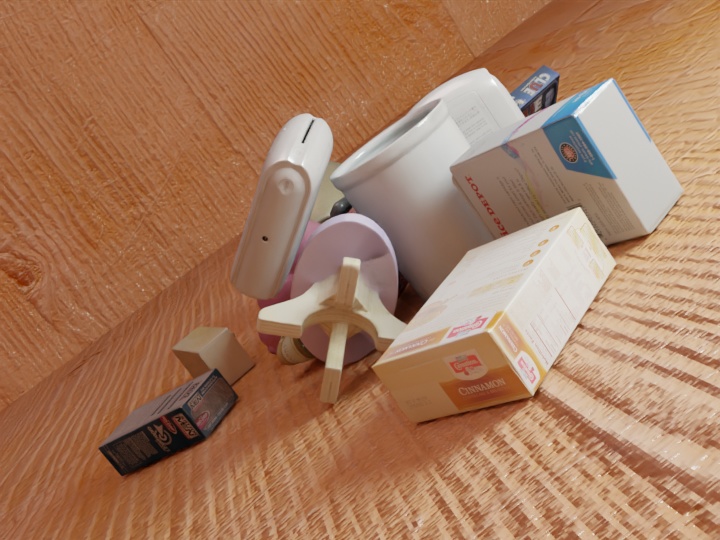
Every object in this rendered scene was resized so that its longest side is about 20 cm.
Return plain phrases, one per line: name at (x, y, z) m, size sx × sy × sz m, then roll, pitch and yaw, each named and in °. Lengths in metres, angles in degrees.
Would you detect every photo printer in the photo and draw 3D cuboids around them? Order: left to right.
photo printer at (-0.092, -0.087, 1.167) m, size 0.167 × 0.069 × 0.201 m, roll -76°, pitch 6°, yaw -61°
photo printer at (0.154, -0.160, 1.293) m, size 0.166 × 0.200 × 0.069 m, roll -35°, pitch 12°, yaw 11°

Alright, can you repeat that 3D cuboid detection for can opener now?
can opener at (0.004, -0.095, 1.481) m, size 0.067 × 0.053 × 0.200 m, roll -64°, pitch -9°, yaw 19°

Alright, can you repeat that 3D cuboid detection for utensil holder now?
utensil holder at (0.087, -0.083, 1.185) m, size 0.170 × 0.200 × 0.170 m, roll -35°, pitch 11°, yaw 8°

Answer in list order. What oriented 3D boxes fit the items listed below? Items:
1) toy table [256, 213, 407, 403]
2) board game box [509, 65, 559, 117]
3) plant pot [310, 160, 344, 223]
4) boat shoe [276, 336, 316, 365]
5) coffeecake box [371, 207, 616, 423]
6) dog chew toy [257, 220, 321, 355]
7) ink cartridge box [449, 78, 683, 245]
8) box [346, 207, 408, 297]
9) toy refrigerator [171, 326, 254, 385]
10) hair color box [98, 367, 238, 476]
toy table at (-0.020, 0.049, 1.095) m, size 0.183 × 0.201 × 0.117 m, roll -1°, pitch 29°, yaw 4°
board game box at (0.230, -0.210, 1.477) m, size 0.200 × 0.035 × 0.136 m, roll -42°, pitch -29°, yaw -22°
plant pot at (-0.058, -0.072, 1.619) m, size 0.200 × 0.201 × 0.135 m, roll -36°, pitch 26°, yaw 2°
boat shoe at (-0.057, 0.065, 1.330) m, size 0.066 × 0.074 × 0.200 m, roll -32°, pitch 7°, yaw 36°
coffeecake box at (0.127, 0.042, 0.894) m, size 0.153 × 0.073 × 0.200 m, roll -23°, pitch 18°, yaw 47°
dog chew toy at (-0.098, 0.028, 1.411) m, size 0.124 × 0.124 × 0.201 m, roll -13°, pitch 60°, yaw 62°
ink cartridge box at (0.212, -0.096, 1.011) m, size 0.085 × 0.145 × 0.200 m, roll -44°, pitch 14°, yaw -32°
box at (0.000, 0.000, 1.275) m, size 0.095 × 0.100 × 0.200 m, roll 9°, pitch 33°, yaw 20°
toy refrigerator at (-0.243, 0.139, 1.567) m, size 0.070 × 0.076 × 0.200 m, roll -40°, pitch 12°, yaw -19°
hair color box at (-0.280, 0.222, 1.384) m, size 0.200 × 0.061 × 0.100 m, roll -29°, pitch 14°, yaw 35°
